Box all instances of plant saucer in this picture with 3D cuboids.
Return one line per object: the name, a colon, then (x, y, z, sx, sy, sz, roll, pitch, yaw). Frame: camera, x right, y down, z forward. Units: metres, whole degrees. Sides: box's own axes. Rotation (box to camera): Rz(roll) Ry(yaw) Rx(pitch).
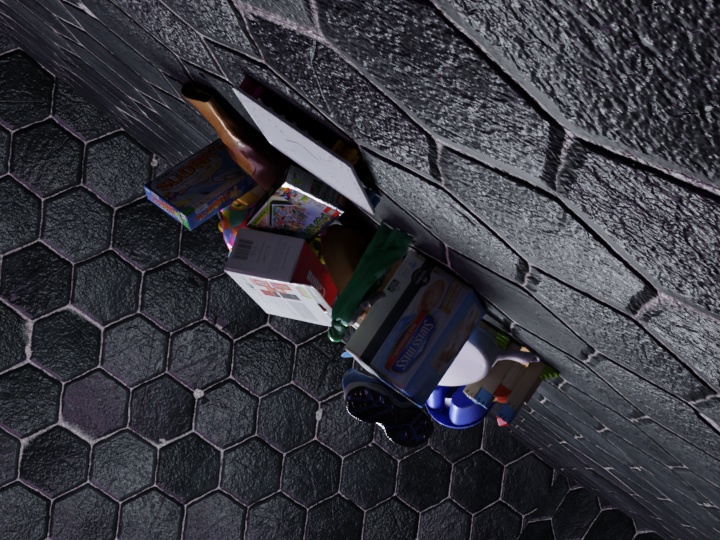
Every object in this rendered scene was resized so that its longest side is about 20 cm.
plant saucer: (0.000, 0.000, 1.732, 0.200, 0.037, 0.202, 47, -155, -30)

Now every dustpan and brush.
dustpan and brush: (0.215, 0.150, 1.655, 0.197, 0.057, 0.141, 11, 126, 15)

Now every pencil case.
pencil case: (-0.155, -0.091, 1.677, 0.196, 0.090, 0.088, -7, 172, 1)

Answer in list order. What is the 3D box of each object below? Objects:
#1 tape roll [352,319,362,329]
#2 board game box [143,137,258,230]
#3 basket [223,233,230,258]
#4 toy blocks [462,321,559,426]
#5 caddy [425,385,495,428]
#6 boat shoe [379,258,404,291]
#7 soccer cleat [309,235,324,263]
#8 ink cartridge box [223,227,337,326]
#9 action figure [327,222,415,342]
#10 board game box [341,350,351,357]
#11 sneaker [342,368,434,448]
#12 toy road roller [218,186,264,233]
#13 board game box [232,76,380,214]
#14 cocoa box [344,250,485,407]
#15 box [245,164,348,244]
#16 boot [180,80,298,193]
tape roll: (0.063, 0.084, 1.939, 0.202, 0.140, 0.203, 37, 175, 4)
board game box: (-0.268, -0.163, 1.681, 0.135, 0.199, 0.035, 32, 147, 35)
basket: (-0.203, -0.094, 2.005, 0.140, 0.176, 0.200, 49, 162, 8)
toy blocks: (0.243, 0.192, 1.719, 0.199, 0.138, 0.100, 34, 174, 25)
caddy: (0.211, 0.216, 1.869, 0.140, 0.200, 0.106, 32, 156, 27)
boat shoe: (0.089, 0.032, 1.704, 0.200, 0.071, 0.069, 46, -163, 18)
soccer cleat: (-0.085, -0.034, 1.775, 0.065, 0.083, 0.199, 60, -149, 7)
ink cartridge box: (-0.114, 0.018, 1.644, 0.173, 0.085, 0.200, 11, 160, 21)
action figure: (0.009, 0.026, 1.486, 0.054, 0.201, 0.118, 37, 175, -23)
board game box: (0.056, 0.117, 1.760, 0.158, 0.197, 0.040, 20, -126, -72)
sneaker: (0.047, 0.220, 1.532, 0.199, 0.076, 0.077, 40, -167, -33)
toy road roller: (-0.198, -0.117, 1.810, 0.122, 0.148, 0.200, 28, 174, 8)
board game box: (-0.067, -0.167, 1.282, 0.199, 0.026, 0.200, 36, 175, 16)
cocoa box: (0.094, 0.098, 1.552, 0.130, 0.201, 0.133, 32, 173, 26)
box: (-0.106, -0.098, 1.542, 0.109, 0.035, 0.200, 25, 153, -15)
boot: (-0.189, -0.220, 1.539, 0.188, 0.068, 0.201, 42, 172, 44)
